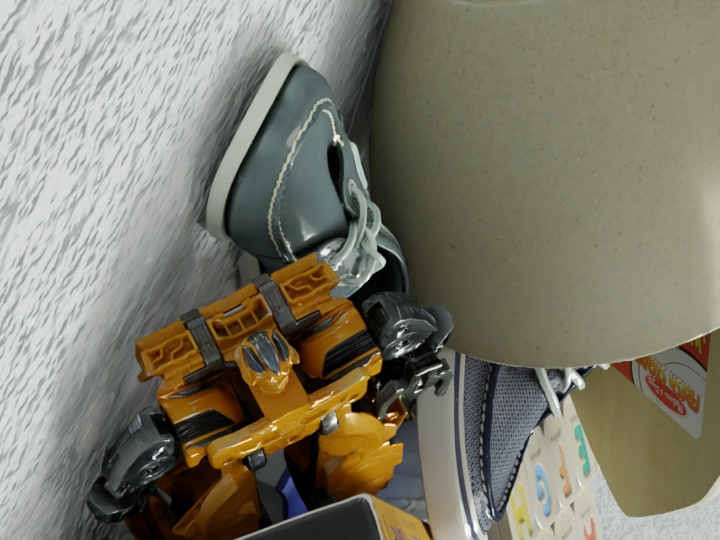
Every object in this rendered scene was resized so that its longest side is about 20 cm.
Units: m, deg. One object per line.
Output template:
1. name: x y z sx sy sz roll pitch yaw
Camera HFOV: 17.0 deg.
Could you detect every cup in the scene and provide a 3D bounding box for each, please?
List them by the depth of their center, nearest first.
1. cup: 0.087 -0.080 0.988 0.201 0.199 0.144 -56 141 -38

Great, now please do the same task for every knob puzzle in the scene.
1. knob puzzle: 0.142 0.023 1.128 0.030 0.220 0.220 -9 139 -23

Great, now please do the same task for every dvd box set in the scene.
1. dvd box set: -0.043 0.132 0.945 0.146 0.030 0.200 -21 167 5

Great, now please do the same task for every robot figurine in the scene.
1. robot figurine: -0.038 0.058 0.895 0.145 0.058 0.200 -26 160 -12

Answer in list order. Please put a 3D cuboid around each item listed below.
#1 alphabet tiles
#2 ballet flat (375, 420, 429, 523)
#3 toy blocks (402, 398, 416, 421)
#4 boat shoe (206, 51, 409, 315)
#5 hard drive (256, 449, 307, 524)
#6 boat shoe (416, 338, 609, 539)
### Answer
1. alphabet tiles: 0.088 0.069 1.183 0.200 0.015 0.197 -27 105 -69
2. ballet flat: 0.037 0.096 1.181 0.200 0.072 0.072 -26 142 -57
3. toy blocks: 0.027 0.083 1.315 0.137 0.100 0.200 -50 166 -10
4. boat shoe: -0.012 -0.022 0.907 0.073 0.062 0.200 -61 169 -15
5. hard drive: 0.004 0.039 1.139 0.200 0.025 0.132 -60 169 -22
6. boat shoe: 0.079 0.030 1.032 0.075 0.092 0.201 71 20 -47
